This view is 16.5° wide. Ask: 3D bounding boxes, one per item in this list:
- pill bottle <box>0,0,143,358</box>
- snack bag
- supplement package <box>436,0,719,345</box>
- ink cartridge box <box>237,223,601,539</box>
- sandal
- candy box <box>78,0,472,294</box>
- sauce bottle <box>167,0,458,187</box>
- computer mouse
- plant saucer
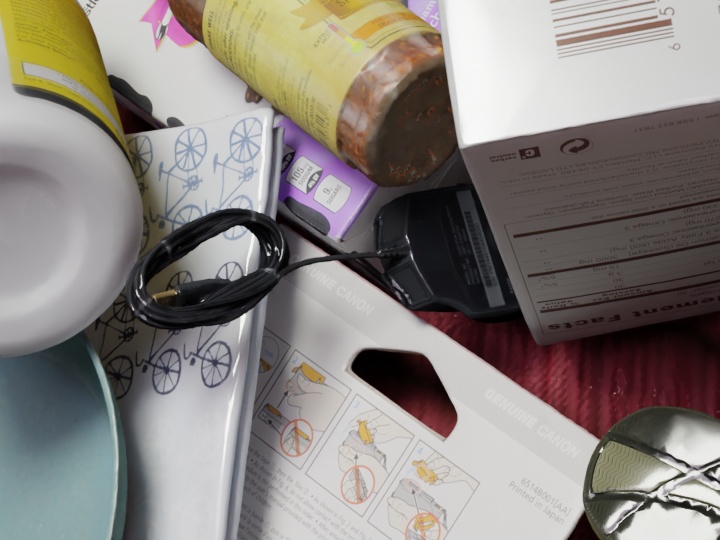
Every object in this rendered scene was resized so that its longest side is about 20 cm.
[{"bbox_3d":[-0.155,-0.061,1.002,0.112,0.112,0.200,-37,33,10],"label":"pill bottle"},{"bbox_3d":[-0.116,0.034,1.036,0.199,0.021,0.190,-6,71,40],"label":"snack bag"},{"bbox_3d":[0.098,-0.066,0.893,0.116,0.200,0.118,-10,69,7],"label":"supplement package"},{"bbox_3d":[-0.008,0.104,0.990,0.200,0.045,0.177,34,88,36],"label":"ink cartridge box"},{"bbox_3d":[0.164,0.121,0.874,0.080,0.057,0.201,-43,60,-6],"label":"sandal"},{"bbox_3d":[-0.013,-0.111,1.076,0.200,0.071,0.168,34,87,36],"label":"candy box"},{"bbox_3d":[-0.037,-0.108,1.004,0.200,0.066,0.066,40,90,33],"label":"sauce bottle"},{"bbox_3d":[0.000,0.000,0.975,0.034,0.198,0.059,133,128,-59],"label":"computer mouse"},{"bbox_3d":[-0.159,0.103,1.010,0.199,0.036,0.202,-15,66,37],"label":"plant saucer"}]
